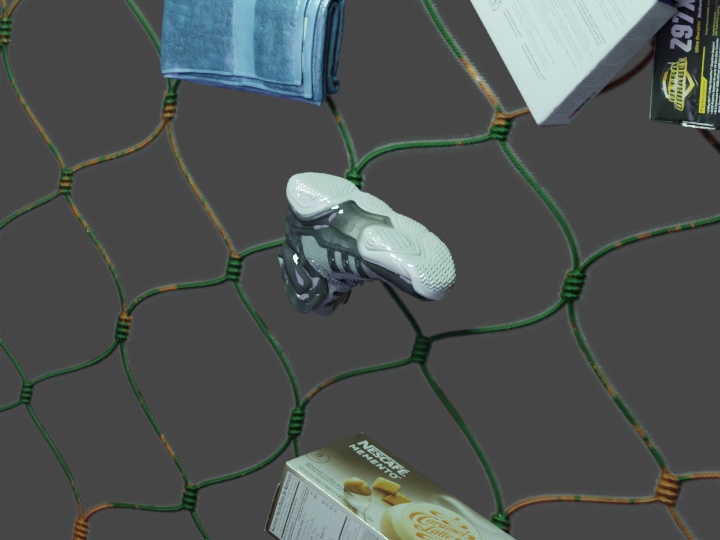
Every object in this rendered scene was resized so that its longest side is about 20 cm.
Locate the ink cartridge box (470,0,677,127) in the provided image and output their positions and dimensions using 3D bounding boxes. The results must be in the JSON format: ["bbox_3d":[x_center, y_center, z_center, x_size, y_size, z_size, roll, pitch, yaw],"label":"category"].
[{"bbox_3d":[0.163,-0.248,1.265,0.200,0.043,0.197,-46,60,43],"label":"ink cartridge box"}]

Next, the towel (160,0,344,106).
[{"bbox_3d":[-0.104,-0.222,1.515,0.200,0.048,0.112,15,107,37],"label":"towel"}]

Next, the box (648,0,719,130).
[{"bbox_3d":[0.297,-0.199,1.193,0.160,0.049,0.200,13,107,40],"label":"box"}]

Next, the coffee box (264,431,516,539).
[{"bbox_3d":[0.029,0.239,1.460,0.200,0.114,0.080,33,119,31],"label":"coffee box"}]

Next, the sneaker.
[{"bbox_3d":[0.000,0.000,1.462,0.200,0.075,0.114,36,121,35],"label":"sneaker"}]
